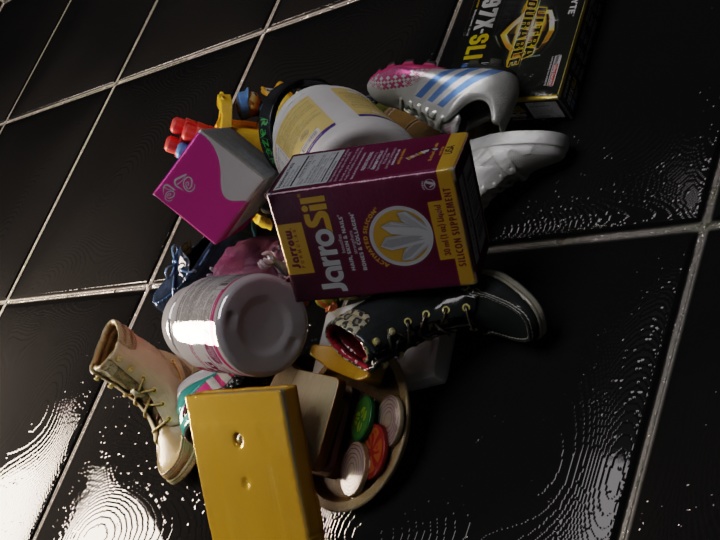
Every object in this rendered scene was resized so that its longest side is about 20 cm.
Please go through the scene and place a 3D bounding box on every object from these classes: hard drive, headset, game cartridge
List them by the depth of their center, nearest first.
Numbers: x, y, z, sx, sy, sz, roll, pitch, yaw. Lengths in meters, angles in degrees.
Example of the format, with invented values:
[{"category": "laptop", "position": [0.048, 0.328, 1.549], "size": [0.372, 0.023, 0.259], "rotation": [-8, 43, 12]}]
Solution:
[{"category": "game cartridge", "position": [-0.114, 0.228, 1.340], "size": [0.176, 0.032, 0.202], "rotation": [-8, 94, 46]}, {"category": "hard drive", "position": [0.026, 0.085, 1.401], "size": [0.199, 0.027, 0.133], "rotation": [-18, 47, 41]}, {"category": "headset", "position": [-0.042, -0.193, 1.577], "size": [0.093, 0.124, 0.199], "rotation": [2, 23, 43]}]

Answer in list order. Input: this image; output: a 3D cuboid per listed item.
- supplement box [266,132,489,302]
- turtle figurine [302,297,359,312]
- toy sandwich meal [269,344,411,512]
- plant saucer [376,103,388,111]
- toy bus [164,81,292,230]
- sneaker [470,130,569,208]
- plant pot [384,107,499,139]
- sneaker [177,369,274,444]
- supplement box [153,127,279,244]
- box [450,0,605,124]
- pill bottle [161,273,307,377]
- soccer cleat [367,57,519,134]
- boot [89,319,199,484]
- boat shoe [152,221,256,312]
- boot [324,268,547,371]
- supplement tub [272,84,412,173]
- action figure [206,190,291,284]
[{"category": "supplement box", "position": [0.022, -0.055, 1.264], "size": [0.198, 0.132, 0.103], "rotation": [-7, 26, 18]}, {"category": "turtle figurine", "position": [0.000, 0.000, 1.452], "size": [0.161, 0.065, 0.200], "rotation": [-39, -2, 10]}, {"category": "toy sandwich meal", "position": [-0.029, 0.162, 1.327], "size": [0.204, 0.070, 0.207], "rotation": [-25, 55, 43]}, {"category": "plant saucer", "position": [-0.002, -0.143, 1.637], "size": [0.199, 0.031, 0.201], "rotation": [-30, 41, 30]}, {"category": "toy bus", "position": [-0.164, -0.182, 1.687], "size": [0.136, 0.191, 0.201], "rotation": [-115, 48, -74]}, {"category": "sneaker", "position": [0.145, -0.090, 1.389], "size": [0.199, 0.073, 0.117], "rotation": [-8, 73, 34]}, {"category": "plant pot", "position": [0.078, -0.160, 1.520], "size": [0.199, 0.027, 0.201], "rotation": [-19, 50, 24]}, {"category": "sneaker", "position": [-0.150, 0.157, 1.499], "size": [0.199, 0.083, 0.121], "rotation": [-34, 39, 26]}, {"category": "supplement box", "position": [-0.171, -0.110, 1.537], "size": [0.101, 0.103, 0.200], "rotation": [-52, 2, 7]}, {"category": "box", "position": [0.196, -0.268, 1.463], "size": [0.159, 0.049, 0.201], "rotation": [1, 60, 37]}, {"category": "pill bottle", "position": [-0.151, 0.062, 1.416], "size": [0.200, 0.113, 0.114], "rotation": [-3, 57, 61]}, {"category": "soccer cleat", "position": [0.087, -0.194, 1.410], "size": [0.199, 0.070, 0.087], "rotation": [2, 75, 35]}, {"category": "boot", "position": [-0.276, 0.166, 1.579], "size": [0.073, 0.155, 0.201], "rotation": [-34, 38, 26]}, {"category": "boat shoe", "position": [-0.239, -0.020, 1.779], "size": [0.200, 0.069, 0.084], "rotation": [-43, 35, 15]}, {"category": "boot", "position": [0.075, 0.058, 1.256], "size": [0.153, 0.074, 0.203], "rotation": [-35, 37, -28]}, {"category": "supplement tub", "position": [-0.021, -0.133, 1.437], "size": [0.146, 0.145, 0.200], "rotation": [-49, 28, 6]}, {"category": "action figure", "position": [-0.089, -0.009, 1.516], "size": [0.199, 0.149, 0.135], "rotation": [-17, 41, 37]}]
